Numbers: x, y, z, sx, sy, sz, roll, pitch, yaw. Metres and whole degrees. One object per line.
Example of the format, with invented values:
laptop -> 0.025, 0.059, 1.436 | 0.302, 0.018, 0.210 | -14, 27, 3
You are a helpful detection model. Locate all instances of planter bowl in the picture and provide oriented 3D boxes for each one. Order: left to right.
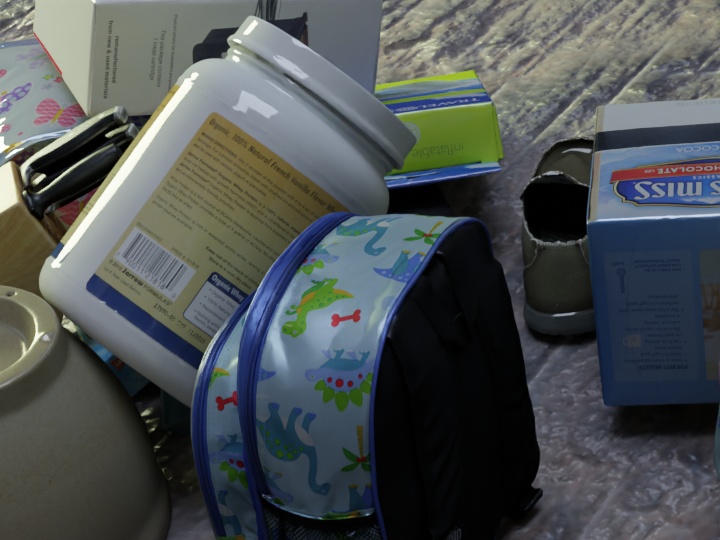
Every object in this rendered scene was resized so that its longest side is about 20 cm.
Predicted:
planter bowl -> -0.214, 0.094, 1.260 | 0.199, 0.135, 0.201 | -6, 32, 4

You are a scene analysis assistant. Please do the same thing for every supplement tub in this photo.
supplement tub -> -0.073, -0.030, 1.295 | 0.200, 0.144, 0.144 | -54, 43, -3

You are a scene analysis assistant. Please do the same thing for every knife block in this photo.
knife block -> -0.221, -0.023, 1.368 | 0.199, 0.176, 0.064 | 9, 23, -17

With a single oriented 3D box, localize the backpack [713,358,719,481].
backpack -> 0.283, 0.084, 1.176 | 0.199, 0.127, 0.167 | 1, 26, 13

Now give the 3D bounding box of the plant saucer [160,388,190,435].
plant saucer -> -0.094, 0.033, 1.425 | 0.070, 0.019, 0.200 | -28, 29, 10

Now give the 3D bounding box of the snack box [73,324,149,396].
snack box -> -0.099, -0.023, 1.428 | 0.200, 0.037, 0.116 | -43, 34, 2

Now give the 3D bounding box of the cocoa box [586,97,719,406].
cocoa box -> 0.233, -0.013, 1.292 | 0.199, 0.134, 0.131 | -2, 34, 11

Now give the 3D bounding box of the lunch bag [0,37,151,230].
lunch bag -> -0.193, -0.081, 1.550 | 0.199, 0.128, 0.170 | -6, 29, -20

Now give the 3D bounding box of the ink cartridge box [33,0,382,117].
ink cartridge box -> -0.102, -0.170, 1.507 | 0.199, 0.085, 0.145 | -4, 29, -22

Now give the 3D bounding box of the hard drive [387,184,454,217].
hard drive -> 0.000, 0.000, 1.450 | 0.134, 0.042, 0.200 | -9, 30, -4

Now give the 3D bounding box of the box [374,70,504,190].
box -> 0.029, -0.095, 1.538 | 0.121, 0.048, 0.200 | -9, 12, 0

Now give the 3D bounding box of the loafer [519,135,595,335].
loafer -> 0.140, -0.037, 1.456 | 0.075, 0.070, 0.200 | -2, 32, 8

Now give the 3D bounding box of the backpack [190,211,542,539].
backpack -> -0.001, 0.073, 1.184 | 0.146, 0.201, 0.183 | 8, 35, 24
